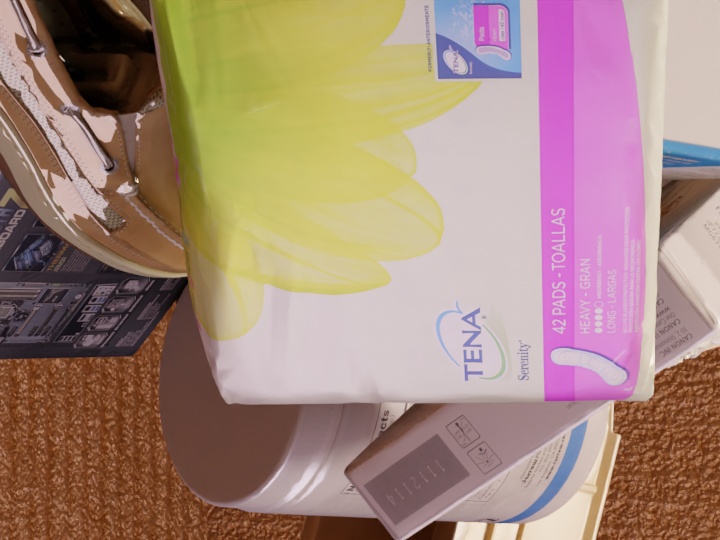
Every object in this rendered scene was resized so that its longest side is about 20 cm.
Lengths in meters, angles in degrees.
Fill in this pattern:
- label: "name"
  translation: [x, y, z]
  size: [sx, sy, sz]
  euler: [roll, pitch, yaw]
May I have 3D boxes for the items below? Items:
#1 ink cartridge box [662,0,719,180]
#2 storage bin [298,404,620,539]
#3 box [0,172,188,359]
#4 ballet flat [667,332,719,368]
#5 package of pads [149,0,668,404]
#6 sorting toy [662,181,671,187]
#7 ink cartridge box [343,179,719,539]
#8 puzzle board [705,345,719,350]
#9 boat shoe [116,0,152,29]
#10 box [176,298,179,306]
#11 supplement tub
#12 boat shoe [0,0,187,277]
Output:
- label: "ink cartridge box"
  translation: [0.056, -0.077, 0.852]
  size: [0.200, 0.086, 0.146]
  euler: [2, 179, 33]
- label: "storage bin"
  translation: [0.050, 0.152, 1.332]
  size: [0.094, 0.199, 0.200]
  euler: [18, 171, -23]
- label: "box"
  translation: [-0.130, -0.036, 1.038]
  size: [0.158, 0.051, 0.200]
  euler: [-1, 140, -44]
- label: "ballet flat"
  translation: [0.180, -0.016, 0.990]
  size: [0.072, 0.200, 0.072]
  euler: [37, -166, -10]
- label: "package of pads"
  translation: [0.016, -0.039, 0.695]
  size: [0.154, 0.068, 0.200]
  euler: [-1, 135, 6]
- label: "sorting toy"
  translation: [0.082, -0.045, 1.069]
  size: [0.200, 0.037, 0.185]
  euler: [2, 150, 32]
- label: "ink cartridge box"
  translation: [0.104, 0.019, 0.954]
  size: [0.200, 0.045, 0.176]
  euler: [-38, -179, 39]
- label: "puzzle board"
  translation: [0.214, -0.001, 1.133]
  size: [0.200, 0.017, 0.151]
  euler: [-16, -160, -21]
- label: "boat shoe"
  translation: [-0.093, -0.084, 0.887]
  size: [0.075, 0.075, 0.202]
  euler: [9, 157, 12]
- label: "box"
  translation: [0.014, -0.026, 1.300]
  size: [0.200, 0.165, 0.166]
  euler: [1, 178, -33]
- label: "supplement tub"
  translation: [0.014, 0.060, 1.119]
  size: [0.200, 0.132, 0.132]
  euler: [8, 174, -37]
- label: "boat shoe"
  translation: [-0.087, -0.059, 0.760]
  size: [0.076, 0.072, 0.200]
  euler: [-8, 149, 28]
